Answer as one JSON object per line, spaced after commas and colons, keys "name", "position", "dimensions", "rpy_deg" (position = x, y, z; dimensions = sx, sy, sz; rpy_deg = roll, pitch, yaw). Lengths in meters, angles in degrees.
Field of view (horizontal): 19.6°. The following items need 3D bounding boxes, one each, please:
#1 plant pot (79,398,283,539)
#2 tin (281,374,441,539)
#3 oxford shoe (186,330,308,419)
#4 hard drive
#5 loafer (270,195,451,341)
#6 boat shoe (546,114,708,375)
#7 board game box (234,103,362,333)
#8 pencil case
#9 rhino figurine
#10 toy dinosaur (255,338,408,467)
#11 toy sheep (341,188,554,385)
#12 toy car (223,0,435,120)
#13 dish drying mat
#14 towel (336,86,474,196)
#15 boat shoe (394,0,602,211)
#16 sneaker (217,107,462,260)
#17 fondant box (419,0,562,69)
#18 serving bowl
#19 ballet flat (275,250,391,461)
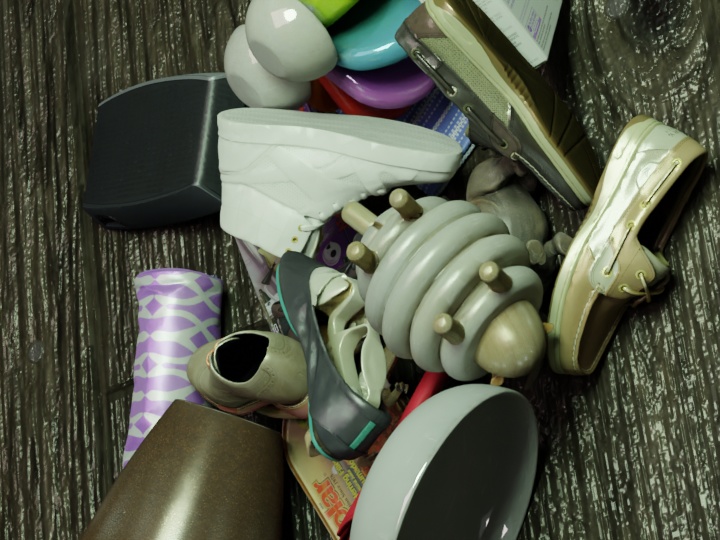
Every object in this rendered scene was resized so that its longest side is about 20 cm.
{"name": "plant pot", "position": [-0.135, 0.212, 1.657], "dimensions": [0.186, 0.186, 0.202], "rpy_deg": [12, 80, 41]}
{"name": "tin", "position": [0.008, 0.156, 1.650], "dimensions": [0.112, 0.042, 0.201], "rpy_deg": [-45, 52, 15]}
{"name": "oxford shoe", "position": [-0.094, 0.071, 1.658], "dimensions": [0.199, 0.074, 0.071], "rpy_deg": [-4, 60, 57]}
{"name": "hard drive", "position": [-0.180, -0.109, 1.866], "dimensions": [0.199, 0.042, 0.136], "rpy_deg": [-7, 72, 50]}
{"name": "loafer", "position": [0.000, 0.000, 1.658], "dimensions": [0.200, 0.072, 0.063], "rpy_deg": [-44, 81, 30]}
{"name": "boat shoe", "position": [0.195, -0.012, 1.526], "dimensions": [0.066, 0.074, 0.202], "rpy_deg": [22, 97, 29]}
{"name": "board game box", "position": [-0.056, -0.047, 1.776], "dimensions": [0.120, 0.032, 0.201], "rpy_deg": [-37, 55, 20]}
{"name": "pencil case", "position": [-0.165, 0.094, 1.780], "dimensions": [0.085, 0.084, 0.202], "rpy_deg": [-6, 73, 33]}
{"name": "rhino figurine", "position": [0.122, -0.004, 1.591], "dimensions": [0.087, 0.059, 0.202], "rpy_deg": [-32, 56, 53]}
{"name": "toy dinosaur", "position": [-0.012, 0.103, 1.638], "dimensions": [0.200, 0.058, 0.102], "rpy_deg": [-35, 39, 37]}
{"name": "toy sheep", "position": [0.059, 0.007, 1.513], "dimensions": [0.200, 0.138, 0.138], "rpy_deg": [45, 105, 26]}
{"name": "toy car", "position": [-0.003, -0.189, 1.666], "dimensions": [0.175, 0.150, 0.200], "rpy_deg": [-46, 1, -21]}
{"name": "dish drying mat", "position": [0.035, 0.118, 1.568], "dimensions": [0.018, 0.077, 0.201], "rpy_deg": [30, 62, 4]}
{"name": "towel", "position": [0.042, -0.170, 1.737], "dimensions": [0.200, 0.024, 0.145], "rpy_deg": [45, 106, 39]}
{"name": "boat shoe", "position": [0.104, -0.121, 1.544], "dimensions": [0.065, 0.073, 0.200], "rpy_deg": [-35, 98, 26]}
{"name": "sneaker", "position": [-0.018, -0.061, 1.649], "dimensions": [0.198, 0.074, 0.117], "rpy_deg": [7, 108, 15]}
{"name": "fondant box", "position": [0.075, -0.258, 1.593], "dimensions": [0.058, 0.200, 0.145], "rpy_deg": [-27, 25, 30]}
{"name": "serving bowl", "position": [0.050, 0.170, 1.497], "dimensions": [0.065, 0.200, 0.202], "rpy_deg": [21, 89, 29]}
{"name": "ballet flat", "position": [-0.014, 0.050, 1.562], "dimensions": [0.073, 0.073, 0.201], "rpy_deg": [-36, 44, 25]}
